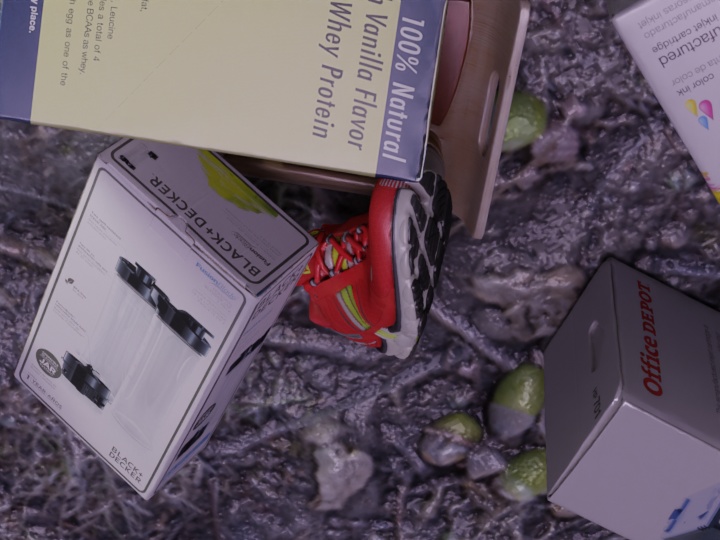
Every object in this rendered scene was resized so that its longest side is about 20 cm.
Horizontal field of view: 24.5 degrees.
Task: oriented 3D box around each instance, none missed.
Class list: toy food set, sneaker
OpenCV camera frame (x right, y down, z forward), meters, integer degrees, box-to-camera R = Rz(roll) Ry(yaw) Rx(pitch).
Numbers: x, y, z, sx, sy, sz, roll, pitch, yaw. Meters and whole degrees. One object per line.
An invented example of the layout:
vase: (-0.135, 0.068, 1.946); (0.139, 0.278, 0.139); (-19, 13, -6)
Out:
toy food set: (-0.018, -0.097, 0.900); (0.198, 0.061, 0.145); (9, 121, -1)
sneaker: (0.000, 0.000, 0.901); (0.084, 0.078, 0.200); (14, 159, 2)

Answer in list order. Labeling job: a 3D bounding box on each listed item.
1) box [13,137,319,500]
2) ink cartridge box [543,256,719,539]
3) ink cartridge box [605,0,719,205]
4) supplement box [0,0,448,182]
box: (-0.113, 0.024, 0.925); (0.116, 0.060, 0.201); (40, 136, 10)
ink cartridge box: (0.208, 0.099, 0.944); (0.198, 0.147, 0.086); (25, 121, -9)
ink cartridge box: (0.236, -0.100, 0.864); (0.144, 0.084, 0.201); (-28, 115, 19)
supplement box: (-0.054, -0.159, 0.790); (0.197, 0.134, 0.202); (8, 99, 0)
